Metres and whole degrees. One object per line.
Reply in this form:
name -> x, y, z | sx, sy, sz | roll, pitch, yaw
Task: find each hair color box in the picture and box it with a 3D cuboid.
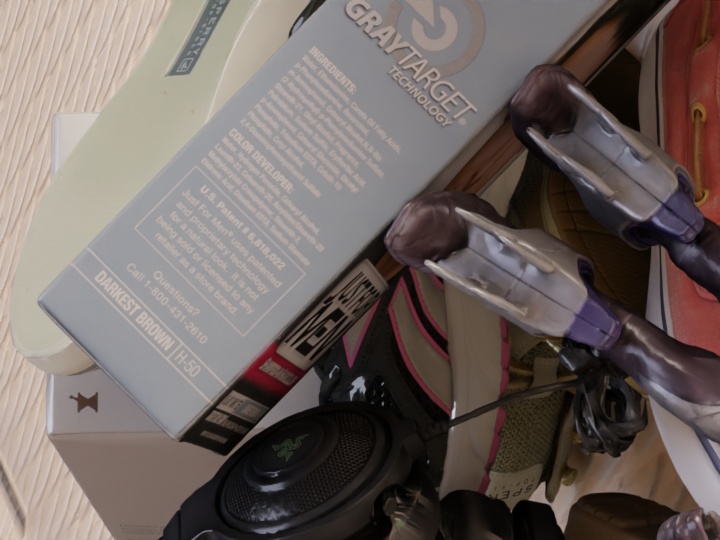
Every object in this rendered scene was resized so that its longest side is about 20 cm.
hair color box -> 0.003, -0.038, 0.877 | 0.200, 0.061, 0.099 | -46, -8, -1

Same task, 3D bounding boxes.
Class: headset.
headset -> 0.016, 0.091, 0.902 | 0.200, 0.123, 0.094 | -51, 21, 20

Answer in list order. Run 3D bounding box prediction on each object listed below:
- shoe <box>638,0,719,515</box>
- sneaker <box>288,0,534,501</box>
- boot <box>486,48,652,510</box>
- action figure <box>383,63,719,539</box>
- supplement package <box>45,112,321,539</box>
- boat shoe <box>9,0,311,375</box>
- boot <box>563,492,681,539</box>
shoe -> 0.126, -0.018, 0.864 | 0.091, 0.071, 0.200 | 115, 156, -53
sneaker -> 0.000, 0.000, 0.971 | 0.080, 0.086, 0.200 | -161, 77, -75
boot -> 0.067, 0.025, 1.008 | 0.200, 0.072, 0.155 | -110, 33, -56
action figure -> 0.108, 0.028, 0.797 | 0.130, 0.200, 0.069 | -53, -20, -4
supplement package -> -0.045, 0.027, 1.127 | 0.200, 0.120, 0.121 | 79, -169, -74
boat shoe -> -0.043, -0.042, 1.004 | 0.070, 0.072, 0.201 | 6, 61, 49
boot -> 0.106, 0.167, 0.901 | 0.200, 0.072, 0.167 | -152, 61, -70
